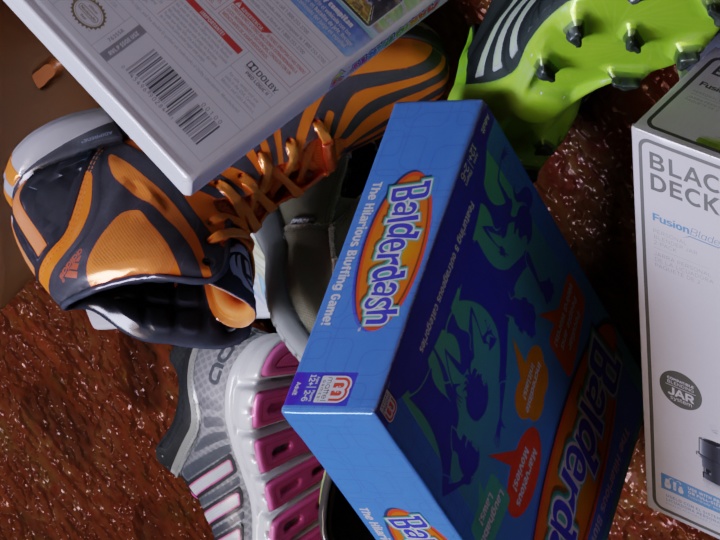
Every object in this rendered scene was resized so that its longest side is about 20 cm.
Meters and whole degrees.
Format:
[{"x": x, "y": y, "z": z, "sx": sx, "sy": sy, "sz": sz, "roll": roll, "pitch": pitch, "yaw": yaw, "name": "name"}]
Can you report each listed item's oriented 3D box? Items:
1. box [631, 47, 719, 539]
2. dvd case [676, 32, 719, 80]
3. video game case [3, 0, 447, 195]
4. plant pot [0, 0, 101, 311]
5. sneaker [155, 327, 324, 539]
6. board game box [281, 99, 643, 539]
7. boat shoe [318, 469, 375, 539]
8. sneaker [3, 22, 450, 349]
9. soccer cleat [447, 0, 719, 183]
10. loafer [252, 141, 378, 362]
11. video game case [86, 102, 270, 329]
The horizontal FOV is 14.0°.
[{"x": 0.170, "y": 0.024, "z": 1.146, "sx": 0.116, "sy": 0.060, "sz": 0.200, "roll": 24, "pitch": 138, "yaw": 31, "name": "box"}, {"x": 0.172, "y": -0.108, "z": 1.113, "sx": 0.142, "sy": 0.018, "sz": 0.201, "roll": 3, "pitch": 116, "yaw": 45, "name": "dvd case"}, {"x": -0.040, "y": -0.138, "z": 1.178, "sx": 0.143, "sy": 0.200, "sz": 0.018, "roll": 46, "pitch": 160, "yaw": 14, "name": "video game case"}, {"x": -0.216, "y": -0.055, "z": 1.432, "sx": 0.200, "sy": 0.140, "sz": 0.201, "roll": 27, "pitch": 132, "yaw": 34, "name": "plant pot"}, {"x": -0.054, "y": 0.106, "z": 1.456, "sx": 0.087, "sy": 0.074, "sz": 0.200, "roll": 28, "pitch": 135, "yaw": 41, "name": "sneaker"}, {"x": 0.049, "y": 0.052, "z": 1.184, "sx": 0.045, "sy": 0.152, "sz": 0.200, "roll": 0, "pitch": 143, "yaw": 29, "name": "board game box"}, {"x": 0.032, "y": 0.065, "z": 1.342, "sx": 0.072, "sy": 0.061, "sz": 0.201, "roll": 41, "pitch": 139, "yaw": 20, "name": "boat shoe"}, {"x": -0.043, "y": -0.029, "z": 1.230, "sx": 0.078, "sy": 0.199, "sz": 0.112, "roll": 72, "pitch": 175, "yaw": -53, "name": "sneaker"}, {"x": 0.086, "y": -0.102, "z": 1.153, "sx": 0.200, "sy": 0.067, "sz": 0.081, "roll": 142, "pitch": 137, "yaw": -58, "name": "soccer cleat"}, {"x": 0.000, "y": 0.000, "z": 1.267, "sx": 0.075, "sy": 0.070, "sz": 0.200, "roll": 45, "pitch": -168, "yaw": -37, "name": "loafer"}, {"x": -0.099, "y": -0.060, "z": 1.431, "sx": 0.200, "sy": 0.022, "sz": 0.183, "roll": -5, "pitch": 111, "yaw": 48, "name": "video game case"}]
